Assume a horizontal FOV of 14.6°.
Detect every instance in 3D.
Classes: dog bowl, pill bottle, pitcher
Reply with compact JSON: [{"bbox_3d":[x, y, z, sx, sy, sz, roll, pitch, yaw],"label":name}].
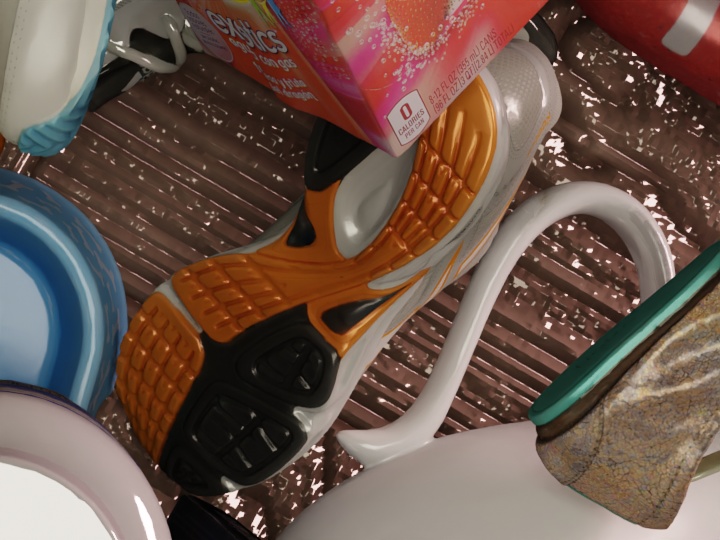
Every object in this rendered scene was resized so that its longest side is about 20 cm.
[{"bbox_3d":[-0.145,0.062,0.941,0.111,0.050,0.201,16,87,-7],"label":"dog bowl"},{"bbox_3d":[-0.110,0.090,0.820,0.111,0.200,0.113,0,90,-7],"label":"pill bottle"},{"bbox_3d":[0.046,0.081,0.934,0.199,0.121,0.172,-30,91,-16],"label":"pitcher"}]

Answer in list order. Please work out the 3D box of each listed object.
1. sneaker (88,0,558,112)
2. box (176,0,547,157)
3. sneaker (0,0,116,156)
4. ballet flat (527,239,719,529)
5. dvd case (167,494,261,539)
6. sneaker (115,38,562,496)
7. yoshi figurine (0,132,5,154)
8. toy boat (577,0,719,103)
[{"bbox_3d":[-0.039,-0.090,0.954,0.200,0.076,0.116,32,95,1],"label":"sneaker"},{"bbox_3d":[0.029,-0.146,0.841,0.200,0.095,0.100,-46,138,-15],"label":"box"},{"bbox_3d":[-0.117,-0.130,0.870,0.080,0.077,0.201,-2,71,-18],"label":"sneaker"},{"bbox_3d":[0.140,0.002,0.876,0.067,0.068,0.200,45,97,-3],"label":"ballet flat"},{"bbox_3d":[-0.086,0.171,0.897,0.025,0.150,0.201,28,87,-10],"label":"dvd case"},{"bbox_3d":[0.000,0.000,0.930,0.076,0.092,0.200,52,123,12],"label":"sneaker"},{"bbox_3d":[-0.177,-0.002,0.801,0.112,0.112,0.200,13,49,21],"label":"yoshi figurine"},{"bbox_3d":[0.158,-0.115,0.932,0.199,0.131,0.131,29,86,-6],"label":"toy boat"}]
